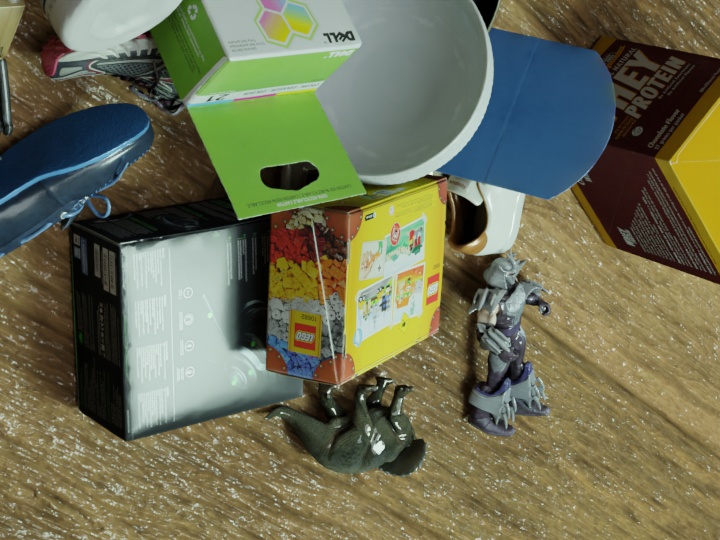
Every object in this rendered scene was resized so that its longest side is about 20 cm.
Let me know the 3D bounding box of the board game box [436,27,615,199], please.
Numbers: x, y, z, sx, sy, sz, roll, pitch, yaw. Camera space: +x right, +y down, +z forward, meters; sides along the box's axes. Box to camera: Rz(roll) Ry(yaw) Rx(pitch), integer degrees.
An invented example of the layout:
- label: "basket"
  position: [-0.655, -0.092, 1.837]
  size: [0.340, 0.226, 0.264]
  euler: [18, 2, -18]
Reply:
- label: "board game box"
  position: [0.145, -0.144, 1.492]
  size: [0.039, 0.198, 0.160]
  euler: [58, 51, -63]

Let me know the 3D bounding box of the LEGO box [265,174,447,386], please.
- label: "LEGO box"
  position: [0.000, 0.000, 1.388]
  size: [0.199, 0.076, 0.151]
  euler: [-22, 119, -60]

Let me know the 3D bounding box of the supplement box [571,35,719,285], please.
- label: "supplement box"
  position: [0.319, -0.113, 1.611]
  size: [0.133, 0.199, 0.198]
  euler: [-49, 127, -14]

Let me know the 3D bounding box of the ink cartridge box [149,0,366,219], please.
- label: "ink cartridge box"
  position: [-0.067, -0.155, 1.244]
  size: [0.147, 0.076, 0.202]
  euler: [-13, 72, -44]

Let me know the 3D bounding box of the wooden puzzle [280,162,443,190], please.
- label: "wooden puzzle"
  position: [0.003, -0.029, 1.500]
  size: [0.198, 0.037, 0.188]
  euler: [-5, 106, -37]

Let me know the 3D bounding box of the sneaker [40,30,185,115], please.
- label: "sneaker"
  position: [-0.169, -0.166, 1.297]
  size: [0.198, 0.080, 0.076]
  euler: [-4, 108, -37]

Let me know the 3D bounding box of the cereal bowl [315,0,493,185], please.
- label: "cereal bowl"
  position: [0.026, -0.170, 1.394]
  size: [0.202, 0.198, 0.083]
  euler: [-63, 162, -3]

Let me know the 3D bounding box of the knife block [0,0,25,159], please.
- label: "knife block"
  position: [-0.321, -0.183, 1.197]
  size: [0.063, 0.176, 0.202]
  euler: [-10, 65, -36]

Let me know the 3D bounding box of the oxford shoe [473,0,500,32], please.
- label: "oxford shoe"
  position: [0.064, -0.194, 1.460]
  size: [0.070, 0.075, 0.201]
  euler: [33, 77, -10]

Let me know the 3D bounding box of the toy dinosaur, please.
- label: "toy dinosaur"
  position: [0.001, 0.159, 1.532]
  size: [0.198, 0.077, 0.104]
  euler: [-1, 98, -40]

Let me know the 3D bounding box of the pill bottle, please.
- label: "pill bottle"
  position: [-0.216, -0.273, 1.156]
  size: [0.110, 0.111, 0.201]
  euler: [-25, 78, -29]

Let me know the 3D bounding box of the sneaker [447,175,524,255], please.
- label: "sneaker"
  position: [0.127, -0.110, 1.541]
  size: [0.084, 0.072, 0.203]
  euler: [-9, 110, -46]

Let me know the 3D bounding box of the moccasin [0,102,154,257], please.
- label: "moccasin"
  position: [-0.256, -0.068, 1.273]
  size: [0.198, 0.081, 0.069]
  euler: [-28, 135, -9]

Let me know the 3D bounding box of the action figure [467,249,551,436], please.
- label: "action figure"
  position: [0.153, 0.069, 1.620]
  size: [0.130, 0.069, 0.202]
  euler: [-38, 134, -44]

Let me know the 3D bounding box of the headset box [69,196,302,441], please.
- label: "headset box"
  position: [-0.142, 0.034, 1.371]
  size: [0.198, 0.092, 0.176]
  euler: [-12, 111, -35]
